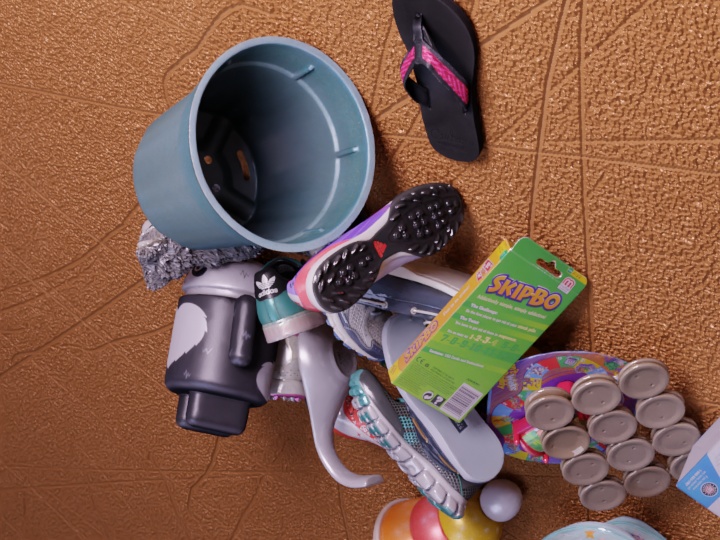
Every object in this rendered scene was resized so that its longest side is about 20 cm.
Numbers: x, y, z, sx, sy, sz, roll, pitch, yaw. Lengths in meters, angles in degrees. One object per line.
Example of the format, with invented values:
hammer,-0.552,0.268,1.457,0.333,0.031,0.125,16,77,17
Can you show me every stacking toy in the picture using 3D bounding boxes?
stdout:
stacking toy,0.124,0.310,1.866,0.146,0.147,0.200,44,128,-11

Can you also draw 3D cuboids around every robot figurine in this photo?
robot figurine,-0.155,0.082,1.754,0.149,0.203,0.124,2,166,30

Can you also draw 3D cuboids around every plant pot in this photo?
plant pot,-0.119,-0.107,1.522,0.201,0.201,0.195,48,153,-17

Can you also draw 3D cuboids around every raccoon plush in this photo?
raccoon plush,-0.150,-0.029,1.663,0.198,0.134,0.097,10,136,39

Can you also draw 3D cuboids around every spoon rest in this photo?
spoon rest,-0.030,0.149,1.753,0.060,0.099,0.203,-19,80,29

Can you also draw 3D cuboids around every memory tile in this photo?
memory tile,0.262,0.167,1.564,0.152,0.017,0.201,-22,131,17

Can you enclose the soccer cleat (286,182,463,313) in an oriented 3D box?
soccer cleat,0.014,-0.025,1.488,0.073,0.199,0.069,-1,120,57

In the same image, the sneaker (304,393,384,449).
sneaker,0.037,0.167,1.801,0.200,0.068,0.108,33,145,0

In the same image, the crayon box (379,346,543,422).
crayon box,0.127,0.107,1.664,0.199,0.051,0.127,32,145,6

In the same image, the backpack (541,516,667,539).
backpack,0.282,0.367,1.742,0.199,0.151,0.177,35,144,-10

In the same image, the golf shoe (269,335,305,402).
golf shoe,-0.124,0.095,1.867,0.199,0.075,0.093,17,100,51

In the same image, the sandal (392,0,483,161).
sandal,0.070,-0.168,1.395,0.074,0.045,0.201,14,139,30

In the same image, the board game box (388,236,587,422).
board game box,0.125,0.055,1.521,0.095,0.030,0.200,31,113,-28

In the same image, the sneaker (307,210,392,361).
sneaker,0.000,0.000,1.606,0.084,0.077,0.202,-16,105,35

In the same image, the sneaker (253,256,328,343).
sneaker,-0.063,0.020,1.653,0.071,0.200,0.081,-18,92,13

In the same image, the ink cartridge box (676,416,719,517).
ink cartridge box,0.422,0.215,1.498,0.199,0.068,0.116,35,134,3

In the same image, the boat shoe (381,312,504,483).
boat shoe,0.071,0.135,1.634,0.202,0.070,0.091,60,161,-8

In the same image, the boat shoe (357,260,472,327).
boat shoe,0.071,0.031,1.557,0.198,0.075,0.062,17,106,-15

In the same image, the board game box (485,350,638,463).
board game box,0.208,0.159,1.598,0.156,0.039,0.201,0,140,1

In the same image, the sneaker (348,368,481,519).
sneaker,0.068,0.175,1.716,0.200,0.091,0.077,50,168,-11
